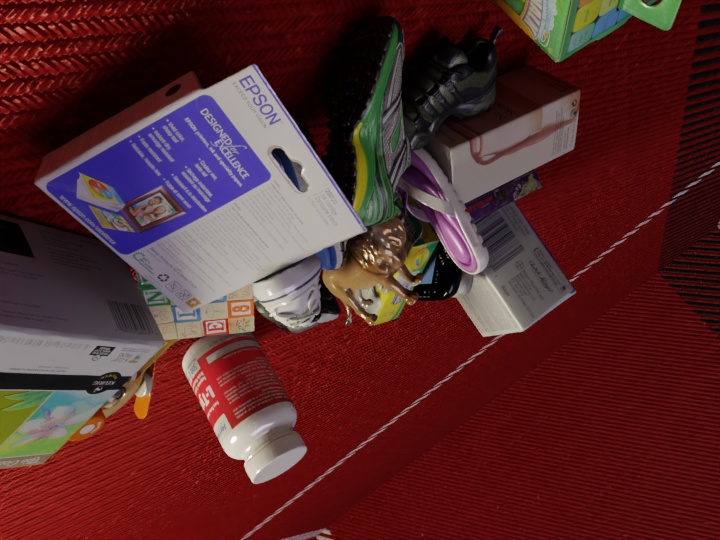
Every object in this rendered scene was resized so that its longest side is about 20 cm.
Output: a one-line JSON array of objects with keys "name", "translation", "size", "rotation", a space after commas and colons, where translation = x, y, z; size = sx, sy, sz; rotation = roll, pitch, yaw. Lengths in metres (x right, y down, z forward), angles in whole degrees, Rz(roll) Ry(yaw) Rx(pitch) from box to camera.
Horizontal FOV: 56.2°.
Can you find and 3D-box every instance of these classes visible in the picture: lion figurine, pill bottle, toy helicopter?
[{"name": "lion figurine", "translation": [0.000, 0.000, 0.831], "size": [0.200, 0.122, 0.073], "rotation": [-36, -159, 43]}, {"name": "pill bottle", "translation": [-0.159, 0.185, 0.937], "size": [0.111, 0.201, 0.113], "rotation": [-28, 155, -15]}, {"name": "toy helicopter", "translation": [-0.275, 0.122, 0.827], "size": [0.200, 0.079, 0.132], "rotation": [-42, 156, 4]}]

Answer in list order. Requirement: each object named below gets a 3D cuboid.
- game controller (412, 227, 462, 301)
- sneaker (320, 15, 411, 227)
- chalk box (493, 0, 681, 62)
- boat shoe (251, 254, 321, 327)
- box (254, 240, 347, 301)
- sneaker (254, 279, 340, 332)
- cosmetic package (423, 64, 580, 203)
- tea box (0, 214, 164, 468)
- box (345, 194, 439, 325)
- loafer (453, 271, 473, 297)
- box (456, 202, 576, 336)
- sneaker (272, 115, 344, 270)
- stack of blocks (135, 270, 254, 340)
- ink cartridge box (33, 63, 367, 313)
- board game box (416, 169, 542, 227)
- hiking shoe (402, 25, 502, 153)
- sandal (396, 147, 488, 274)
[{"name": "game controller", "translation": [0.082, -0.010, 0.938], "size": [0.042, 0.105, 0.199], "rotation": [23, 168, -23]}, {"name": "sneaker", "translation": [0.011, -0.141, 0.656], "size": [0.084, 0.078, 0.203], "rotation": [-2, 108, -41]}, {"name": "chalk box", "translation": [0.185, -0.275, 0.563], "size": [0.123, 0.201, 0.125], "rotation": [-32, 155, -7]}, {"name": "boat shoe", "translation": [-0.066, 0.025, 0.711], "size": [0.073, 0.067, 0.200], "rotation": [-26, -176, -2]}, {"name": "box", "translation": [-0.079, -0.036, 0.830], "size": [0.199, 0.049, 0.083], "rotation": [-30, 154, -13]}, {"name": "sneaker", "translation": [-0.094, 0.057, 0.934], "size": [0.079, 0.075, 0.200], "rotation": [-32, 166, 14]}, {"name": "cosmetic package", "translation": [0.159, -0.168, 0.825], "size": [0.199, 0.103, 0.088], "rotation": [-28, 135, -20]}, {"name": "tea box", "translation": [-0.324, 0.067, 0.590], "size": [0.196, 0.134, 0.199], "rotation": [-42, 155, 15]}, {"name": "box", "translation": [0.037, -0.032, 0.905], "size": [0.048, 0.118, 0.201], "rotation": [-14, 149, -26]}, {"name": "loafer", "translation": [0.116, 0.000, 0.997], "size": [0.069, 0.200, 0.071], "rotation": [21, 96, -24]}, {"name": "box", "translation": [0.203, -0.004, 1.030], "size": [0.104, 0.185, 0.200], "rotation": [-34, 177, -10]}, {"name": "sneaker", "translation": [-0.072, -0.073, 0.728], "size": [0.088, 0.079, 0.201], "rotation": [-13, 135, 12]}, {"name": "stack of blocks", "translation": [-0.168, -0.016, 0.683], "size": [0.114, 0.059, 0.201], "rotation": [-4, 138, -12]}, {"name": "ink cartridge box", "translation": [-0.122, -0.063, 0.566], "size": [0.198, 0.044, 0.199], "rotation": [-23, 138, 12]}, {"name": "board game box", "translation": [0.137, -0.092, 0.904], "size": [0.119, 0.033, 0.200], "rotation": [-31, -168, -18]}, {"name": "hiking shoe", "translation": [0.070, -0.200, 0.726], "size": [0.199, 0.076, 0.101], "rotation": [-32, 145, -26]}, {"name": "sandal", "translation": [0.074, -0.077, 0.773], "size": [0.050, 0.203, 0.082], "rotation": [-37, 178, -21]}]
